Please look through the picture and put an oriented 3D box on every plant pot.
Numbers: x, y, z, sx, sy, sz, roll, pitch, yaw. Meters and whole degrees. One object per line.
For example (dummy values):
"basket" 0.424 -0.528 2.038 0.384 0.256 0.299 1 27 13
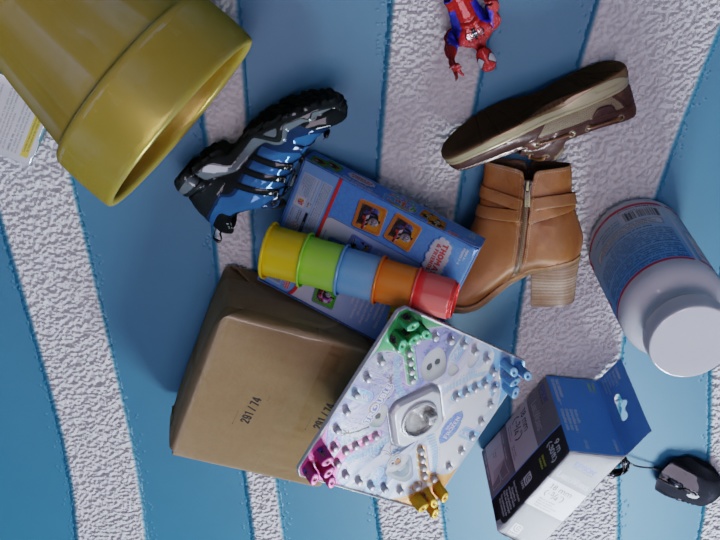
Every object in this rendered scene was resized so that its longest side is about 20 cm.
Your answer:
"plant pot" -0.230 -0.191 0.967 0.189 0.201 0.201 40 111 -7

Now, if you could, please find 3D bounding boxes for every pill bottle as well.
"pill bottle" 0.306 0.017 1.111 0.108 0.200 0.109 -2 120 -3

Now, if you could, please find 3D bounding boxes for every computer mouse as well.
"computer mouse" 0.365 0.252 1.349 0.199 0.034 0.059 16 119 -13

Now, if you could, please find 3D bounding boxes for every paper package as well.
"paper package" -0.094 0.121 1.200 0.189 0.104 0.201 16 117 -14

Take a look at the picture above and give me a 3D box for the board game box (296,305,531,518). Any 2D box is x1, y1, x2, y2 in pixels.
"board game box" 0.061 0.152 1.108 0.199 0.026 0.201 25 102 -39

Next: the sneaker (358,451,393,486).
"sneaker" 0.015 0.198 1.189 0.078 0.070 0.200 11 149 39

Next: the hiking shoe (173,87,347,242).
"hiking shoe" -0.086 -0.109 1.083 0.199 0.075 0.087 -27 112 24

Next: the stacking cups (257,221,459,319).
"stacking cups" 0.000 0.000 1.085 0.199 0.061 0.061 12 121 11

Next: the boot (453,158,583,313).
"boot" 0.133 -0.040 1.149 0.198 0.074 0.156 -4 111 4

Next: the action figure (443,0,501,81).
"action figure" 0.085 -0.259 0.997 0.065 0.099 0.201 -24 121 12

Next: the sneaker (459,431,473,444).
"sneaker" 0.077 0.187 1.243 0.078 0.116 0.201 4 120 -6

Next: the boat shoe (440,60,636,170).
"boat shoe" 0.181 -0.138 1.089 0.199 0.072 0.072 -25 118 3

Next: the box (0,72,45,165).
"box" -0.392 -0.180 1.033 0.199 0.049 0.083 23 116 -16

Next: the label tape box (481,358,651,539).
"label tape box" 0.227 0.196 1.243 0.063 0.144 0.200 29 114 -17

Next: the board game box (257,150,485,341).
"board game box" 0.008 -0.011 1.128 0.199 0.037 0.152 28 117 7
